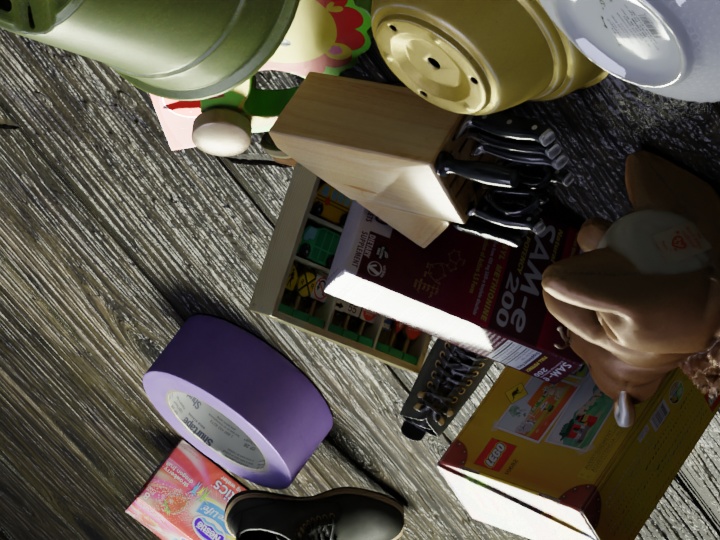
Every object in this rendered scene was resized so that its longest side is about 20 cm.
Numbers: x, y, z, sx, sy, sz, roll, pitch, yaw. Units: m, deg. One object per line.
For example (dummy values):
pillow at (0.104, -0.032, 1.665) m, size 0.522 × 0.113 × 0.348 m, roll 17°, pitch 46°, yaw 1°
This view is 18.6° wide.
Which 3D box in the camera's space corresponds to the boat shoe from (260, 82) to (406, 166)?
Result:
boat shoe at (-0.006, -0.098, 1.753) m, size 0.068 × 0.072 × 0.200 m, roll 49°, pitch 155°, yaw -25°

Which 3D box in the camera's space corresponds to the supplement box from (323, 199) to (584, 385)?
supplement box at (0.084, -0.002, 1.689) m, size 0.199 × 0.109 × 0.061 m, roll 22°, pitch 157°, yaw -11°

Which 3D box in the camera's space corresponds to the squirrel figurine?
squirrel figurine at (0.227, 0.043, 1.579) m, size 0.200 × 0.142 × 0.187 m, roll 23°, pitch 146°, yaw 12°

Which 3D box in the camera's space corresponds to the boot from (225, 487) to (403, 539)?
boot at (-0.047, 0.291, 2.412) m, size 0.199 × 0.078 × 0.138 m, roll -2°, pitch -171°, yaw -5°

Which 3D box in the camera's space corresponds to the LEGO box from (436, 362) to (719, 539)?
LEGO box at (0.180, 0.116, 1.725) m, size 0.149 × 0.200 × 0.077 m, roll 15°, pitch 149°, yaw 43°

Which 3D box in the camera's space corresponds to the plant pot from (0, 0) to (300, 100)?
plant pot at (-0.170, -0.216, 1.497) m, size 0.200 × 0.201 × 0.190 m, roll 26°, pitch -164°, yaw 26°

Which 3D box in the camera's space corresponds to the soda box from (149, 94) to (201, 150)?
soda box at (-0.144, -0.183, 1.772) m, size 0.070 × 0.064 × 0.200 m, roll -8°, pitch 145°, yaw 6°

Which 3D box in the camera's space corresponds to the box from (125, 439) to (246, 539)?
box at (-0.188, 0.321, 2.810) m, size 0.200 × 0.103 × 0.095 m, roll 39°, pitch 158°, yaw -2°

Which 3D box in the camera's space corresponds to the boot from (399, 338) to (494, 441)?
boot at (0.088, 0.073, 1.819) m, size 0.077 × 0.139 × 0.200 m, roll 30°, pitch 168°, yaw 6°

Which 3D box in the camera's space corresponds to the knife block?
knife block at (0.048, -0.091, 1.578) m, size 0.200 × 0.064 × 0.176 m, roll 35°, pitch 155°, yaw -3°

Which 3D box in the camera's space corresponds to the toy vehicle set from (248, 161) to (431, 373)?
toy vehicle set at (0.000, 0.000, 1.769) m, size 0.026 × 0.125 × 0.200 m, roll 14°, pitch 174°, yaw 40°

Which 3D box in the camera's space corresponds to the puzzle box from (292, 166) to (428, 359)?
puzzle box at (-0.005, -0.018, 1.885) m, size 0.200 × 0.025 × 0.133 m, roll 61°, pitch -179°, yaw -44°

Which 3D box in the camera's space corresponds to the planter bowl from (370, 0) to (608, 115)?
planter bowl at (0.069, -0.166, 1.495) m, size 0.200 × 0.084 × 0.201 m, roll 31°, pitch 157°, yaw 14°

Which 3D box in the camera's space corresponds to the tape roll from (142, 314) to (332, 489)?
tape roll at (-0.134, 0.145, 2.407) m, size 0.200 × 0.085 × 0.200 m, roll 30°, pitch 157°, yaw 14°

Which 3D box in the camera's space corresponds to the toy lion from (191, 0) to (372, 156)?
toy lion at (-0.072, -0.175, 1.654) m, size 0.191 × 0.069 × 0.200 m, roll -8°, pitch 147°, yaw 22°

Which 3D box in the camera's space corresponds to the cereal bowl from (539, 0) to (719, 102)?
cereal bowl at (0.175, -0.172, 1.326) m, size 0.200 × 0.083 × 0.200 m, roll 32°, pitch 157°, yaw 15°
